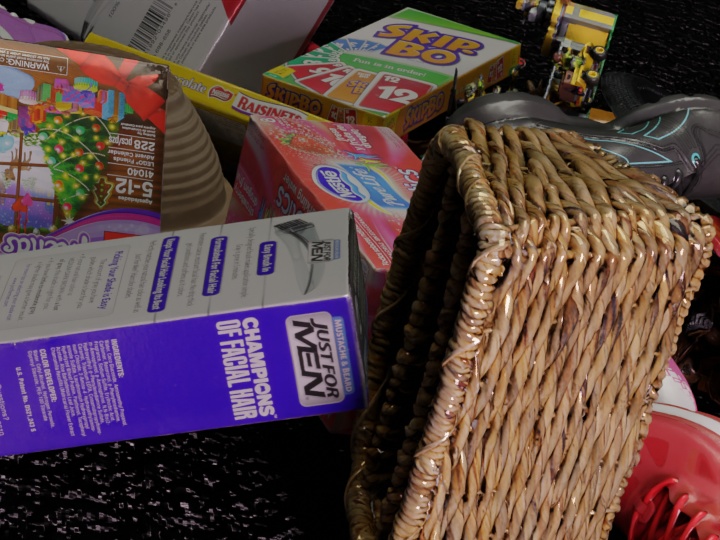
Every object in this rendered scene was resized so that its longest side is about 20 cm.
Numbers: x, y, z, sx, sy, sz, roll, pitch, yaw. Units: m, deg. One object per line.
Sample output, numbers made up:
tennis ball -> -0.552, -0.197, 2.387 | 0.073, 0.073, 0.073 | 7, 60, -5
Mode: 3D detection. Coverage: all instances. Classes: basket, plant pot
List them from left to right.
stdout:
plant pot -> -0.166, -0.079, 1.173 | 0.200, 0.093, 0.201 | 13, 21, -5
basket -> 0.044, 0.036, 0.893 | 0.149, 0.201, 0.143 | -6, 31, -39

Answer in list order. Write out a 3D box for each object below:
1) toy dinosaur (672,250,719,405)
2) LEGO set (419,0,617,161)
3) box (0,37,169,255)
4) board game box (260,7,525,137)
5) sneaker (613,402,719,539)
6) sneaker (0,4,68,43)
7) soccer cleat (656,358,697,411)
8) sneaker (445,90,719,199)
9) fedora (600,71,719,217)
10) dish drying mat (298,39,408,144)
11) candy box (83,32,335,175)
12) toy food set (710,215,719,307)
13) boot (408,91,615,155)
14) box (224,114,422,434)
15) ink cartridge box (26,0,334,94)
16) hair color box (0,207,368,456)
toy dinosaur -> 0.187, 0.017, 1.159 | 0.135, 0.103, 0.200 | 0, 32, -36
LEGO set -> 0.079, -0.084, 1.219 | 0.115, 0.200, 0.154 | 17, 59, 5
box -> -0.206, -0.058, 1.055 | 0.199, 0.138, 0.039 | 7, -18, -19
board game box -> 0.028, -0.135, 1.305 | 0.095, 0.030, 0.200 | 21, 28, 26
sneaker -> 0.158, 0.130, 0.910 | 0.200, 0.079, 0.115 | 30, 25, 34
sneaker -> -0.270, -0.165, 1.347 | 0.114, 0.073, 0.201 | 1, 36, -39
soccer cleat -> 0.104, 0.034, 1.071 | 0.086, 0.070, 0.200 | 32, 11, -44
sneaker -> 0.145, -0.050, 1.090 | 0.199, 0.076, 0.079 | -1, 47, -14
fedora -> 0.209, -0.045, 1.298 | 0.200, 0.092, 0.201 | 38, 18, -14
dish drying mat -> -0.022, -0.111, 1.358 | 0.018, 0.077, 0.200 | -10, 32, -26
candy box -> -0.084, -0.091, 1.265 | 0.199, 0.026, 0.102 | 21, -20, 14
toy food set -> 0.270, 0.039, 1.119 | 0.198, 0.049, 0.201 | 30, 38, -36
boot -> 0.111, -0.090, 1.362 | 0.200, 0.071, 0.144 | 11, 2, 21
box -> 0.000, 0.000, 1.082 | 0.094, 0.103, 0.200 | 3, 27, -26
ink cartridge box -> -0.128, -0.203, 1.394 | 0.200, 0.145, 0.084 | 35, 4, 38
hair color box -> -0.097, 0.029, 0.918 | 0.199, 0.065, 0.109 | -9, 23, 4
